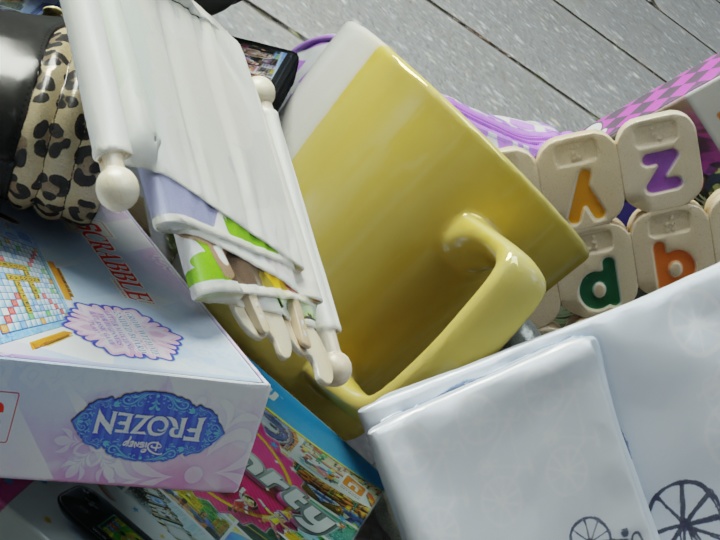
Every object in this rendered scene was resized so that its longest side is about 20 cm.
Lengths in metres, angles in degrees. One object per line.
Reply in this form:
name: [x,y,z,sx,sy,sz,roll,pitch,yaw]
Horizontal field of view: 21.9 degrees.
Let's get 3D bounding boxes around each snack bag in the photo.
snack bag: [0.115,0.108,0.725,0.199,0.021,0.189,-21,94,-22]

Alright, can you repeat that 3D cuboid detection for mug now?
mug: [-0.006,-0.006,0.805,0.149,0.153,0.187,45,1,4]

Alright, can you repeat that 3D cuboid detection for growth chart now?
growth chart: [-0.051,-0.040,0.629,0.200,0.018,0.145,43,31,-63]

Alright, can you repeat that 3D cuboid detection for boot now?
boot: [-0.155,-0.081,0.653,0.150,0.073,0.200,14,21,-10]

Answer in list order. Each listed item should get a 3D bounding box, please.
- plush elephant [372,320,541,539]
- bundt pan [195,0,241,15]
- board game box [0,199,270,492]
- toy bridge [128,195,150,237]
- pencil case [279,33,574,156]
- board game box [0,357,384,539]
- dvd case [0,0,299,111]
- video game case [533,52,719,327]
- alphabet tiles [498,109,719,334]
plush elephant: [0.096,0.094,0.865,0.154,0.201,0.165,25,7,13]
bundt pan: [-0.118,-0.189,0.857,0.202,0.076,0.202,32,21,-14]
board game box: [-0.157,0.000,0.596,0.199,0.041,0.200,8,20,-29]
toy bridge: [-0.183,-0.069,0.823,0.200,0.027,0.067,29,26,-31]
pencil case: [0.035,-0.070,1.020,0.200,0.086,0.084,17,34,-48]
board game box: [-0.084,0.082,0.663,0.147,0.064,0.200,40,19,1]
dvd case: [-0.132,-0.087,0.769,0.199,0.018,0.143,14,24,2]
video game case: [0.156,0.005,0.982,0.181,0.200,0.036,54,24,-19]
alphabet tiles: [0.122,0.019,0.941,0.015,0.199,0.196,-100,177,-66]
